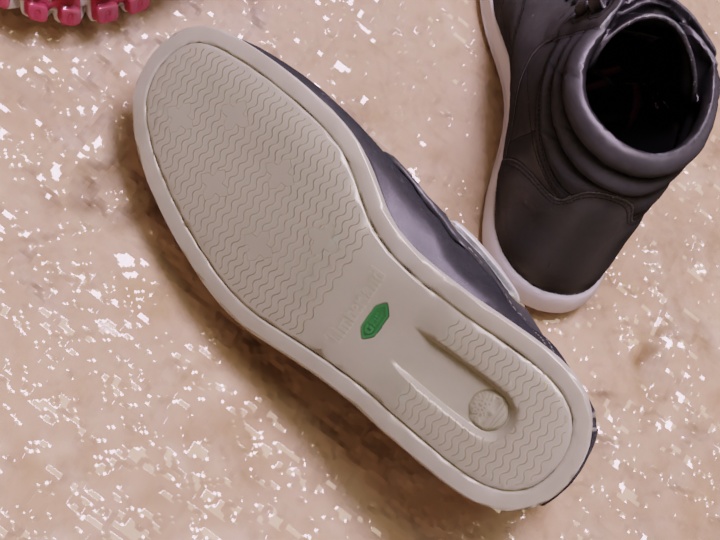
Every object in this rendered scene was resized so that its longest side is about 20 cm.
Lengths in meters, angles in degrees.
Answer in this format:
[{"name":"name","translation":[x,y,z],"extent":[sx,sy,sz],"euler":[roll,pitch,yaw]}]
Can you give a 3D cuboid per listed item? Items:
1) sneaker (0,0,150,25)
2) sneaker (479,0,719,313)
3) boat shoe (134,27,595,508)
[{"name":"sneaker","translation":[-0.072,-0.145,0.787],"extent":[0.199,0.081,0.075],"euler":[-18,45,-35]},{"name":"sneaker","translation":[0.093,-0.091,0.825],"extent":[0.070,0.099,0.201],"euler":[17,56,-18]},{"name":"boat shoe","translation":[0.000,0.000,0.749],"extent":[0.200,0.072,0.068],"euler":[46,11,9]}]
